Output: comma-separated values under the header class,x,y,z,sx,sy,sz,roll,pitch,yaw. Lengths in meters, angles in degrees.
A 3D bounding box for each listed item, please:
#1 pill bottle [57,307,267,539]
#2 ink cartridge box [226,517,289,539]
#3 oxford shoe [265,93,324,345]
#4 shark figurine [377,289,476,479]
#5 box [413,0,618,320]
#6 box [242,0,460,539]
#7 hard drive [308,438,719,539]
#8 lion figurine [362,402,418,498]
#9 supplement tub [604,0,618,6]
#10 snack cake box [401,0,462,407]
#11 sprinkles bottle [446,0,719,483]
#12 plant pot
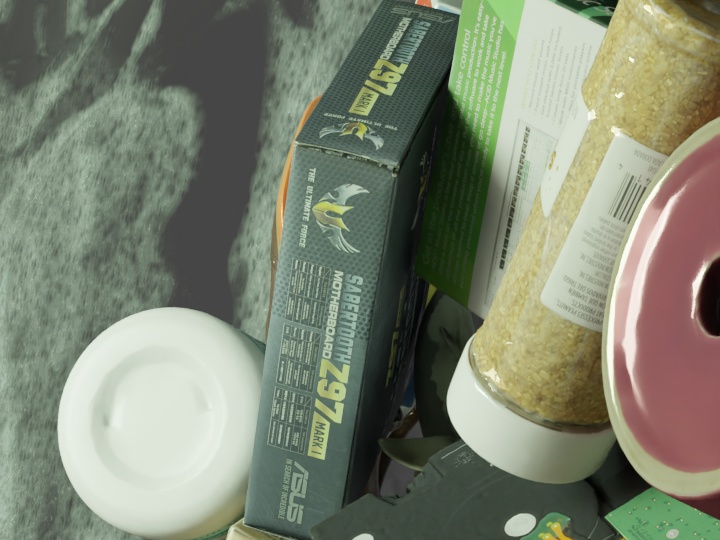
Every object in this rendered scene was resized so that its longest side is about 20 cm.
class,x,y,z,sx,sy,sz,roll,pitch,yaw
pill bottle,-0.069,0.089,1.180,0.200,0.110,0.112,38,-129,-70
ink cartridge box,-0.013,0.233,1.091,0.201,0.164,0.075,-68,-13,15
oxford shoe,-0.029,-0.002,1.335,0.073,0.071,0.201,157,122,-64
shark figurine,0.049,0.063,1.100,0.090,0.127,0.215,117,153,-45
box,0.099,-0.030,0.936,0.200,0.036,0.145,34,121,48
box,0.000,0.000,1.046,0.158,0.051,0.201,-61,-17,-58
hard drive,0.078,0.123,0.875,0.200,0.139,0.038,43,161,58
lion figurine,0.015,0.166,1.190,0.123,0.072,0.201,118,166,-46
supplement tub,0.153,-0.126,0.980,0.200,0.122,0.123,-9,70,62
snack cake box,0.031,-0.045,1.201,0.115,0.067,0.201,-85,16,-75
sprinkles bottle,0.094,-0.016,0.852,0.068,0.068,0.201,-112,35,-49
plant pot,0.188,0.029,0.779,0.200,0.178,0.201,-35,49,53
